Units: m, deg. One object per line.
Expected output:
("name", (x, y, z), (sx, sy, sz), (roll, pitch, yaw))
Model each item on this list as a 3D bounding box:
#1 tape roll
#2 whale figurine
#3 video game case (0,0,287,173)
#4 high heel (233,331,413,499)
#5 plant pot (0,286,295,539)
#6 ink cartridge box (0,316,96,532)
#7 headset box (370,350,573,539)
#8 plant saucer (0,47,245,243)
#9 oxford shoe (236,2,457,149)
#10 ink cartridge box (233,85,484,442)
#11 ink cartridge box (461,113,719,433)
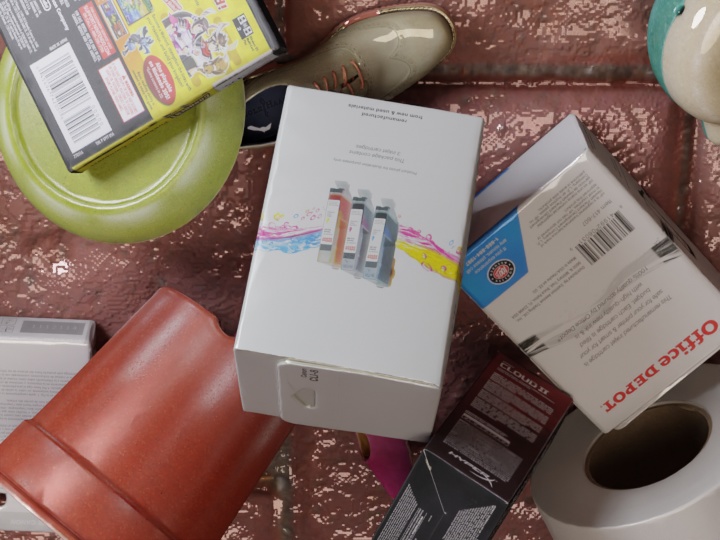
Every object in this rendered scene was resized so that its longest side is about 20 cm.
("tape roll", (0.252, 0.189, 1.333), (0.201, 0.203, 0.140), (-25, 113, 9))
("whale figurine", (0.297, -0.169, 1.244), (0.198, 0.104, 0.160), (13, 116, -35))
("video game case", (-0.173, -0.200, 1.191), (0.179, 0.025, 0.202), (-28, 86, 13))
("high heel", (-0.025, 0.113, 1.349), (0.095, 0.067, 0.202), (-26, 110, -14))
("plant pot", (-0.156, 0.133, 1.283), (0.201, 0.200, 0.196), (44, 77, -19))
("ink cartridge box", (-0.316, 0.124, 1.368), (0.197, 0.045, 0.178), (3, 114, -3))
("headset box", (0.080, 0.165, 1.275), (0.077, 0.200, 0.150), (31, 119, 8))
("plant saucer", (-0.183, -0.120, 1.226), (0.197, 0.031, 0.203), (1, 94, 14))
("oxford shoe", (-0.018, -0.135, 1.246), (0.198, 0.074, 0.071), (-25, 113, 9))
("ink cartridge box", (0.000, 0.000, 1.180), (0.143, 0.146, 0.202), (10, 70, 3))
("ink cartridge box", (0.180, 0.005, 1.310), (0.146, 0.085, 0.200), (-40, 110, 15))
